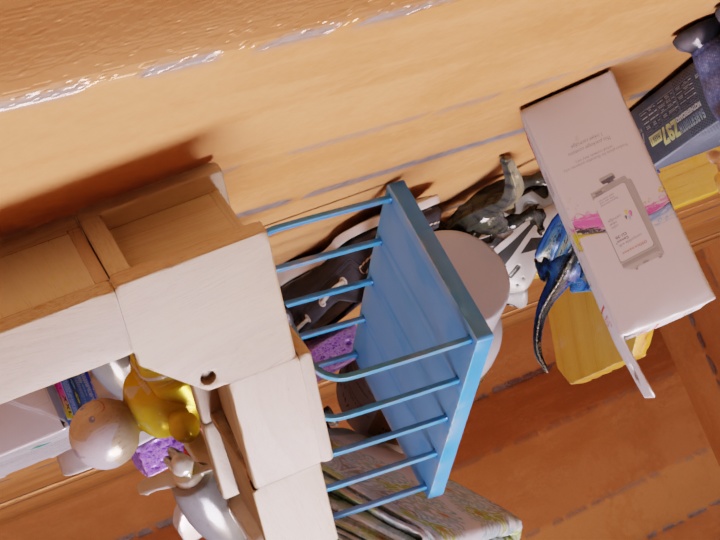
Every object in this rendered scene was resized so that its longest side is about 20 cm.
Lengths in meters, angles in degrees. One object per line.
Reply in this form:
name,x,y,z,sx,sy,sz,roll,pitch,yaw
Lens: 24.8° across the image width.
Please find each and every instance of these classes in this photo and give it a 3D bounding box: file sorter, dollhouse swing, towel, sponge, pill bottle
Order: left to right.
sponge,-0.095,0.102,1.317,0.200,0.030,0.112,-29,-175,-11
file sorter,-0.008,0.066,1.133,0.122,0.139,0.200,-16,146,-21
towel,0.019,0.180,1.279,0.200,0.171,0.048,6,110,-65
pill bottle,0.053,0.058,1.346,0.114,0.114,0.200,-20,154,-25
dollhouse swing,0.259,-0.015,1.506,0.181,0.176,0.200,-20,172,-23

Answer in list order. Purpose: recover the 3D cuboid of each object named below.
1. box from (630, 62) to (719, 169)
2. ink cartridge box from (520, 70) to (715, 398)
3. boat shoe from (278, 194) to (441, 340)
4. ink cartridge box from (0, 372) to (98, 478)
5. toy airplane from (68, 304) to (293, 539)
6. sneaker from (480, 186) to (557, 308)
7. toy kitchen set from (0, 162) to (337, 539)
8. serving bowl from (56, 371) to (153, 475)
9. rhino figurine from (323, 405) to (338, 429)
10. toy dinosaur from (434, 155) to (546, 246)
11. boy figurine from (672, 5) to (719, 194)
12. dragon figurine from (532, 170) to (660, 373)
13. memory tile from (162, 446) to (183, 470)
box,0.292,-0.137,1.187,0.157,0.051,0.200,-20,173,-16
ink cartridge box,0.175,-0.019,1.078,0.067,0.200,0.116,-23,174,5
boat shoe,0.000,0.000,1.245,0.074,0.060,0.200,-17,172,-43
ink cartridge box,-0.259,0.105,1.144,0.136,0.076,0.200,-22,172,-1
toy airplane,-0.118,0.099,1.052,0.141,0.200,0.200,-16,172,-24
sneaker,0.102,0.003,1.424,0.200,0.089,0.074,-27,176,-4
toy kitchen set,-0.133,0.053,0.863,0.180,0.200,0.163,-21,-145,-14
serving bowl,-0.161,0.085,1.298,0.200,0.066,0.200,-28,-177,1
rhino figurine,-0.071,0.137,1.361,0.087,0.060,0.200,-32,177,2
toy dinosaur,0.113,-0.052,1.297,0.088,0.048,0.200,-13,167,-23
boy figurine,0.264,-0.070,0.984,0.064,0.200,0.124,-17,168,-36
dragon figurine,0.179,-0.019,1.342,0.200,0.059,0.099,-59,172,-5
memory tile,-0.048,0.195,1.226,0.017,0.200,0.153,-60,159,-5
